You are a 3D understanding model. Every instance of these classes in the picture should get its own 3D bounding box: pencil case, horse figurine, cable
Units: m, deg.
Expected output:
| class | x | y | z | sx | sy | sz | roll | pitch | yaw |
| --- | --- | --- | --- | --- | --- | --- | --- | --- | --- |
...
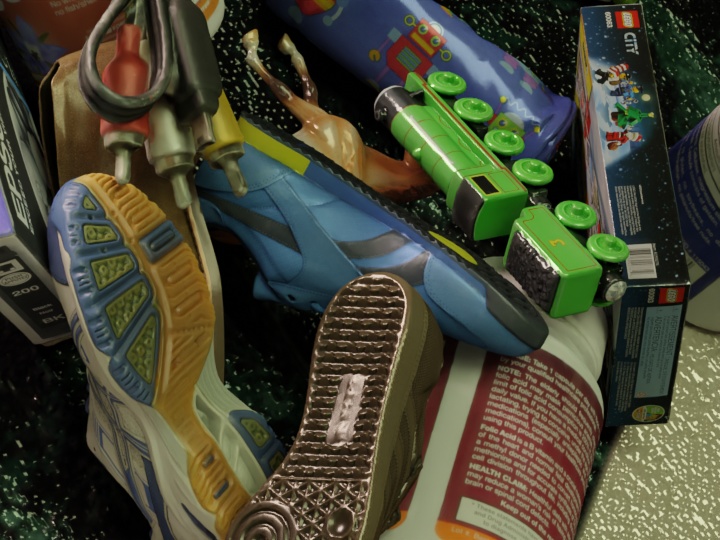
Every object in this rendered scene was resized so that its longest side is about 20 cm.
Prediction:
| class | x | y | z | sx | sy | sz | roll | pitch | yaw |
| --- | --- | --- | --- | --- | --- | --- | --- | --- | --- |
| pencil case | 0.035 | -0.129 | 1.164 | 0.200 | 0.078 | 0.087 | 41 | 10 | -2 |
| horse figurine | -0.051 | -0.065 | 1.089 | 0.200 | 0.050 | 0.133 | -27 | 76 | -42 |
| cable | -0.106 | -0.128 | 0.937 | 0.097 | 0.050 | 0.201 | 6 | 61 | -41 |

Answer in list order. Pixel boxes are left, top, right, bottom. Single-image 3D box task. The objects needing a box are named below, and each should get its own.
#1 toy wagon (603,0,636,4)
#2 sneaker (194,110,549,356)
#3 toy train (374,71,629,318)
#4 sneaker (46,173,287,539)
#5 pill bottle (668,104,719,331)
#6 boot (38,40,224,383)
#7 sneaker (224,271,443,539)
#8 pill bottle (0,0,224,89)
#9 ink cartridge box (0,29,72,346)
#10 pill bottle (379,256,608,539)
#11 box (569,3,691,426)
| class | x | y | z | sx | sy | sz | roll | pitch | yaw |
| --- | --- | --- | --- | --- | --- | --- | --- | --- | --- |
| toy wagon | 0.139 | -0.243 | 1.322 | 0.155 | 0.040 | 0.200 | 47 | 50 | 2 |
| sneaker | 0.000 | 0.000 | 0.999 | 0.200 | 0.079 | 0.066 | 32 | 5 | 15 |
| toy train | 0.070 | -0.044 | 1.051 | 0.056 | 0.042 | 0.200 | -12 | 42 | -29 |
| sneaker | -0.108 | 0.054 | 0.929 | 0.075 | 0.088 | 0.201 | -33 | 104 | -44 |
| pill bottle | 0.257 | -0.058 | 1.173 | 0.119 | 0.200 | 0.120 | 15 | 55 | -23 |
| boot | -0.114 | -0.014 | 0.981 | 0.075 | 0.074 | 0.201 | -12 | 97 | -26 |
| sneaker | -0.002 | 0.103 | 0.910 | 0.076 | 0.070 | 0.201 | 47 | 59 | -50 |
| pill bottle | -0.157 | -0.194 | 1.006 | 0.112 | 0.112 | 0.200 | -55 | 131 | -41 |
| ink cartridge box | -0.193 | -0.082 | 0.929 | 0.043 | 0.200 | 0.199 | -22 | 71 | 2 |
| pill bottle | 0.062 | 0.098 | 1.016 | 0.114 | 0.114 | 0.200 | 30 | 51 | -12 |
| box | 0.150 | -0.032 | 1.123 | 0.038 | 0.137 | 0.201 | -3 | 54 | 1 |
